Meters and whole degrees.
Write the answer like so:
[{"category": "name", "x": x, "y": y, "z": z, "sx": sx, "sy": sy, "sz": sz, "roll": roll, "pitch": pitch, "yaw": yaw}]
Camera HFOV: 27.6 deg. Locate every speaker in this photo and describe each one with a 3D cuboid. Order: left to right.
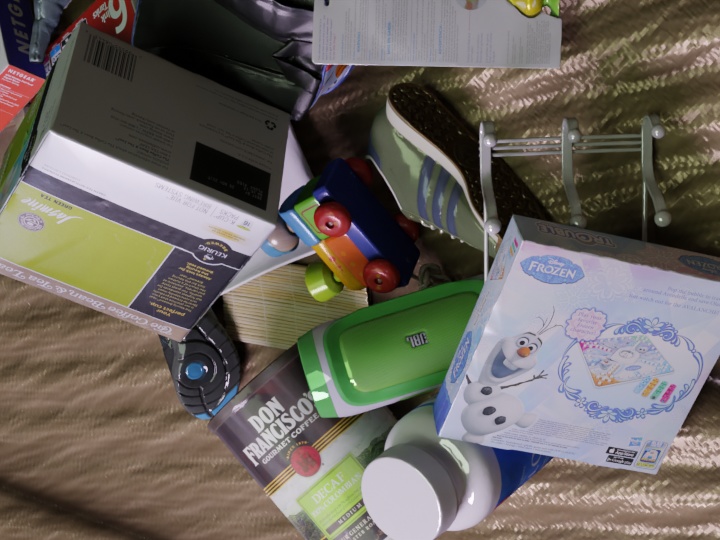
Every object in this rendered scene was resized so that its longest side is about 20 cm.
[{"category": "speaker", "x": 0.050, "y": 0.064, "z": 1.277, "sx": 0.200, "sy": 0.088, "sz": 0.089, "roll": -17, "pitch": 101, "yaw": 1}]

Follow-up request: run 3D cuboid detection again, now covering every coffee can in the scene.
[{"category": "coffee can", "x": -0.028, "y": 0.177, "z": 1.409, "sx": 0.200, "sy": 0.146, "sz": 0.146, "roll": 49, "pitch": 132, "yaw": 5}]

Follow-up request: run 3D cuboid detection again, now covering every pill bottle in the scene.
[{"category": "pill bottle", "x": 0.090, "y": 0.158, "z": 1.276, "sx": 0.112, "sy": 0.200, "sz": 0.112, "roll": 17, "pitch": 120, "yaw": 32}]

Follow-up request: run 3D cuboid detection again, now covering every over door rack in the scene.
[{"category": "over door rack", "x": 0.168, "y": -0.022, "z": 1.174, "sx": 0.147, "sy": 0.067, "sz": 0.200, "roll": -2, "pitch": 113, "yaw": -3}]

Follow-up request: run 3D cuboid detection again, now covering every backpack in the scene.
[{"category": "backpack", "x": -0.089, "y": -0.227, "z": 1.277, "sx": 0.190, "sy": 0.154, "sz": 0.200, "roll": 34, "pitch": 135, "yaw": 17}]

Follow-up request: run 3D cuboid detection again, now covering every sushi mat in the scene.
[{"category": "sushi mat", "x": -0.067, "y": 0.038, "z": 1.476, "sx": 0.200, "sy": 0.012, "sz": 0.096, "roll": 8, "pitch": 115, "yaw": 36}]

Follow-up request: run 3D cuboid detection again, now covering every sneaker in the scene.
[{"category": "sneaker", "x": -0.178, "y": 0.061, "z": 1.538, "sx": 0.082, "sy": 0.073, "sz": 0.200, "roll": -135, "pitch": 30, "yaw": -62}, {"category": "sneaker", "x": 0.079, "y": -0.066, "z": 1.281, "sx": 0.200, "sy": 0.067, "sz": 0.090, "roll": 49, "pitch": 139, "yaw": 10}]

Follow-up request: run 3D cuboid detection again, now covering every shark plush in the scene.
[{"category": "shark plush", "x": -0.315, "y": -0.306, "z": 1.435, "sx": 0.091, "sy": 0.083, "sz": 0.200, "roll": 19, "pitch": 97, "yaw": 36}]

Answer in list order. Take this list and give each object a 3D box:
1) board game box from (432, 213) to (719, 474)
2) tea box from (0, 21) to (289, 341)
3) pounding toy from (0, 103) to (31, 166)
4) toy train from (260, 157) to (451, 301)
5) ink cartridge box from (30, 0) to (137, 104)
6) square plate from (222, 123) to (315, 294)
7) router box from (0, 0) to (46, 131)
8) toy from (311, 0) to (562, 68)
[{"category": "board game box", "x": 0.184, "y": 0.064, "z": 1.177, "sx": 0.200, "sy": 0.043, "sz": 0.199, "roll": 11, "pitch": 123, "yaw": -14}, {"category": "tea box", "x": -0.193, "y": -0.069, "z": 1.239, "sx": 0.200, "sy": 0.134, "sz": 0.197, "roll": 23, "pitch": 136, "yaw": -21}, {"category": "pounding toy", "x": -0.327, "y": -0.079, "z": 1.568, "sx": 0.200, "sy": 0.142, "sz": 0.185, "roll": -9, "pitch": 91, "yaw": 39}, {"category": "toy train", "x": 0.000, "y": 0.000, "z": 1.342, "sx": 0.116, "sy": 0.085, "sz": 0.200, "roll": -25, "pitch": 117, "yaw": 36}, {"category": "ink cartridge box", "x": -0.229, "y": -0.163, "z": 1.436, "sx": 0.200, "sy": 0.084, "sz": 0.176, "roll": -31, "pitch": 72, "yaw": 42}, {"category": "square plate", "x": -0.118, "y": -0.092, "z": 1.440, "sx": 0.200, "sy": 0.028, "sz": 0.198, "roll": -22, "pitch": 91, "yaw": 42}, {"category": "router box", "x": -0.412, "y": -0.218, "z": 1.519, "sx": 0.179, "sy": 0.049, "sz": 0.200, "roll": -39, "pitch": 52, "yaw": 27}, {"category": "toy", "x": 0.064, "y": -0.221, "z": 1.186, "sx": 0.200, "sy": 0.047, "sz": 0.115, "roll": 2, "pitch": 91, "yaw": 11}]
